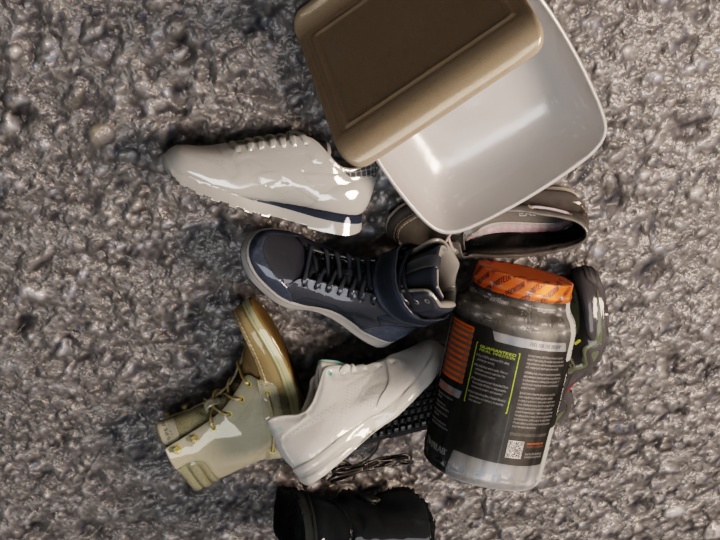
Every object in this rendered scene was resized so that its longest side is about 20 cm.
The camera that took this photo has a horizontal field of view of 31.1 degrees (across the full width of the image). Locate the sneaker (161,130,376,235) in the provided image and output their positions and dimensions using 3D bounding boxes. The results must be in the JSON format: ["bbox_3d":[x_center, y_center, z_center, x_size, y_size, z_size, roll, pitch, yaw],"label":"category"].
[{"bbox_3d":[-0.082,-0.094,1.181,0.197,0.076,0.081,11,108,-20],"label":"sneaker"}]

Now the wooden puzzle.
[{"bbox_3d":[0.043,-0.193,1.059,0.184,0.201,0.037,-32,136,12],"label":"wooden puzzle"}]

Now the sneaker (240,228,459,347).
[{"bbox_3d":[0.001,-0.001,1.207,0.201,0.078,0.145,26,150,-31],"label":"sneaker"}]

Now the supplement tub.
[{"bbox_3d":[0.137,0.099,1.247,0.121,0.123,0.203,10,100,-15],"label":"supplement tub"}]

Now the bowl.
[{"bbox_3d":[0.101,-0.152,1.163,0.199,0.075,0.200,-31,121,10],"label":"bowl"}]

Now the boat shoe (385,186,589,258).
[{"bbox_3d":[0.125,-0.044,1.245,0.197,0.057,0.068,-6,123,-6],"label":"boat shoe"}]

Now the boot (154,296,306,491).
[{"bbox_3d":[-0.136,0.131,1.301,0.153,0.072,0.202,-19,127,-2],"label":"boot"}]

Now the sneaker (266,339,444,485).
[{"bbox_3d":[-0.003,0.115,1.265,0.199,0.075,0.089,-38,89,-24],"label":"sneaker"}]

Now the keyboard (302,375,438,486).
[{"bbox_3d":[0.024,0.166,1.345,0.198,0.021,0.129,-9,125,-26],"label":"keyboard"}]

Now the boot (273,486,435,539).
[{"bbox_3d":[0.001,0.269,1.352,0.166,0.200,0.078,5,89,-10],"label":"boot"}]

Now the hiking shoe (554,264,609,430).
[{"bbox_3d":[0.185,0.082,1.322,0.099,0.076,0.202,6,122,-17],"label":"hiking shoe"}]
